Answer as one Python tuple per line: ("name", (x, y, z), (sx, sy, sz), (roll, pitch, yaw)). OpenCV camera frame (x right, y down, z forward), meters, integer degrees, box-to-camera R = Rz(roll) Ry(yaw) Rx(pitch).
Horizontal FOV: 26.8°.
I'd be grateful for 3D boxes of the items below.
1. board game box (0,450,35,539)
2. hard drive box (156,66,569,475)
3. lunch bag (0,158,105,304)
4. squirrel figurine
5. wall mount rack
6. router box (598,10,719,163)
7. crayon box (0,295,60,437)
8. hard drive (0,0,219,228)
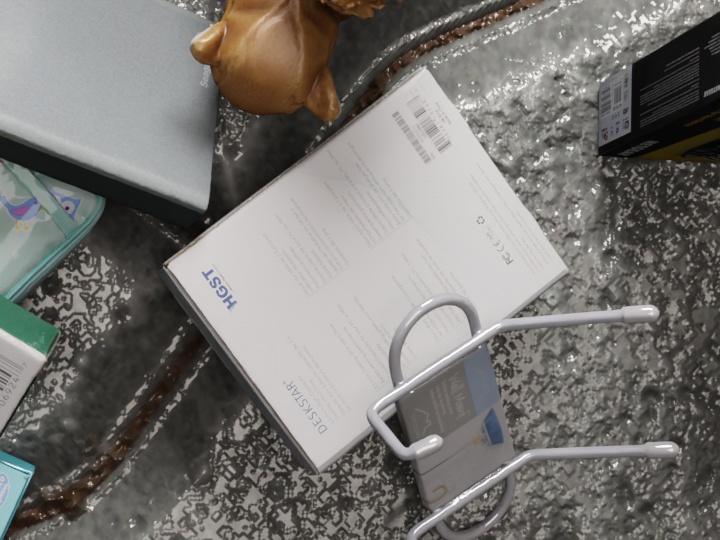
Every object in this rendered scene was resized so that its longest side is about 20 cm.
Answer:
("board game box", (-0.312, 0.145, 0.877), (0.199, 0.047, 0.152), (25, 84, -9))
("hard drive box", (0.000, 0.000, 0.927), (0.199, 0.077, 0.156), (-37, 95, -10))
("lunch bag", (-0.254, -0.067, 0.878), (0.160, 0.077, 0.200), (-43, 97, -8))
("squirrel figurine", (-0.025, -0.185, 0.863), (0.141, 0.200, 0.188), (29, 71, -16))
("wall mount rack", (0.096, 0.093, 0.899), (0.173, 0.075, 0.201), (-31, 131, -16))
("router box", (0.250, -0.104, 0.915), (0.156, 0.200, 0.053), (3, 85, -10))
("crayon box", (-0.281, 0.039, 0.819), (0.199, 0.052, 0.126), (32, 102, -9))
("hard drive", (-0.174, -0.118, 0.861), (0.199, 0.033, 0.141), (21, 52, -28))
